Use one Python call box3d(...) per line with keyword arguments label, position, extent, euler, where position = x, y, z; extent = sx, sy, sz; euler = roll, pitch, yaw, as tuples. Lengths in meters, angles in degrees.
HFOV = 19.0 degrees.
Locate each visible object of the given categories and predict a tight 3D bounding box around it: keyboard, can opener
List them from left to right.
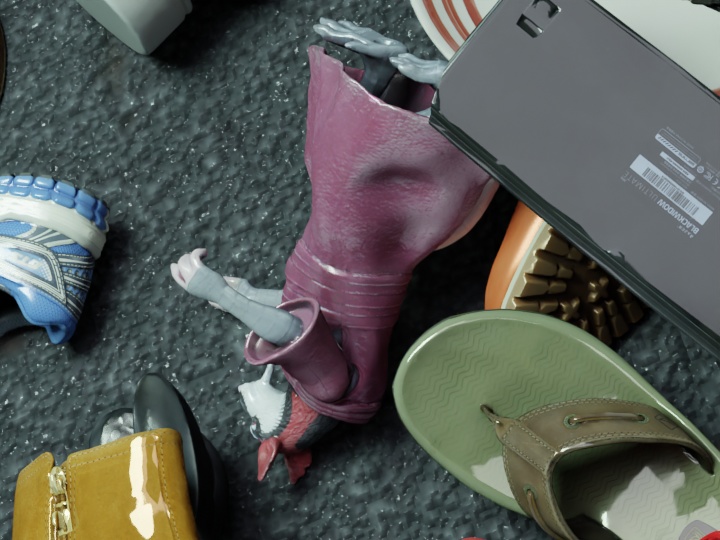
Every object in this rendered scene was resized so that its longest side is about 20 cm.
box3d(label="can opener", position=(-0.081, 0.147, 0.906), extent=(0.063, 0.079, 0.202), euler=(-13, 70, 10))
box3d(label="keyboard", position=(0.133, -0.048, 0.811), extent=(0.200, 0.021, 0.127), euler=(40, 90, 11))

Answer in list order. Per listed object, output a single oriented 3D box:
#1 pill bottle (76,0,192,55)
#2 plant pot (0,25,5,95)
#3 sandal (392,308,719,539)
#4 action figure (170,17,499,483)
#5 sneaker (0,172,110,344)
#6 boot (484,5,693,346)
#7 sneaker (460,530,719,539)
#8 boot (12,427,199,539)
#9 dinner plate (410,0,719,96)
box3d(label="pill bottle", position=(-0.071, -0.209, 1.056), extent=(0.200, 0.114, 0.114), euler=(-47, 57, -7))
box3d(label="plant pot", position=(-0.302, -0.133, 1.054), extent=(0.185, 0.200, 0.188), euler=(-9, 61, 16))
box3d(label="sandal", position=(0.101, 0.081, 0.846), extent=(0.200, 0.057, 0.080), euler=(34, 94, 18))
box3d(label="action figure", position=(0.000, 0.000, 0.926), extent=(0.148, 0.134, 0.202), euler=(13, 103, 3))
box3d(label="sneaker", position=(-0.218, 0.008, 1.024), extent=(0.198, 0.077, 0.086), euler=(-7, 65, 18))
box3d(label="boot", position=(0.096, -0.050, 0.943), extent=(0.107, 0.075, 0.201), euler=(17, 74, 47))
box3d(label="sneaker", position=(0.133, 0.104, 0.787), extent=(0.199, 0.078, 0.116), euler=(17, 99, -4))
box3d(label="boot", position=(-0.130, 0.156, 0.881), extent=(0.201, 0.071, 0.145), euler=(-30, 61, 34))
box3d(label="dinner plate", position=(0.117, -0.128, 0.888), extent=(0.198, 0.024, 0.201), euler=(-1, 55, 2))
